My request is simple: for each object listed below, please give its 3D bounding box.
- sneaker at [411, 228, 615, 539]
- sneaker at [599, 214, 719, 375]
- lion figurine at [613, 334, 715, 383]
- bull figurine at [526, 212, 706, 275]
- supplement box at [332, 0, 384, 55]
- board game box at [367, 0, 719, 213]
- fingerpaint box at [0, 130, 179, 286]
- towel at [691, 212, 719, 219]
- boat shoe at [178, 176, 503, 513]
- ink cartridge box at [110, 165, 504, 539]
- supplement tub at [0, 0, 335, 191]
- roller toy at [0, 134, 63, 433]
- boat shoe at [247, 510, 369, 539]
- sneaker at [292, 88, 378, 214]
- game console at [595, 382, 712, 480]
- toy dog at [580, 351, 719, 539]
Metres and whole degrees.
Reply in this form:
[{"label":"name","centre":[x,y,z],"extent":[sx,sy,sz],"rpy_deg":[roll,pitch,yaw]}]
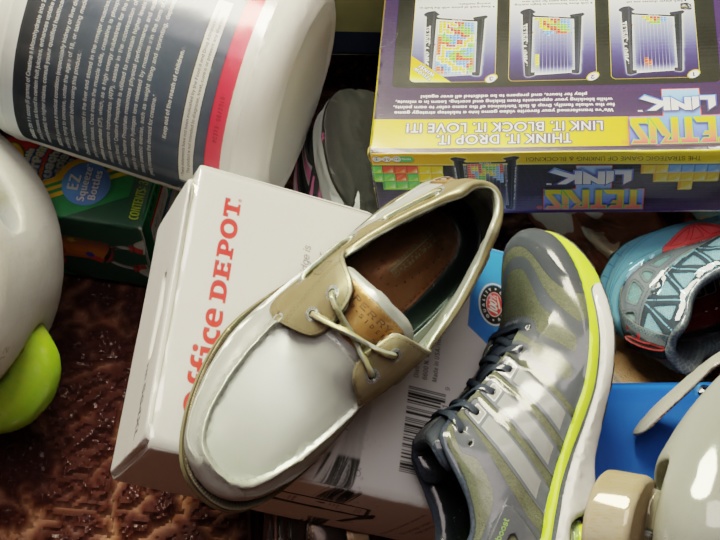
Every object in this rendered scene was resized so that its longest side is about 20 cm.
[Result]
[{"label":"sneaker","centre":[0.068,0.069,0.677],"extent":[0.080,0.074,0.201],"rpy_deg":[14,65,-16]},{"label":"sneaker","centre":[0.232,0.001,0.771],"extent":[0.199,0.080,0.096],"rpy_deg":[-28,28,1]},{"label":"lion figurine","centre":[0.158,0.067,0.816],"extent":[0.122,0.073,0.200],"rpy_deg":[-24,57,-26]},{"label":"bull figurine","centre":[0.134,-0.040,0.866],"extent":[0.121,0.065,0.200],"rpy_deg":[6,34,-51]},{"label":"supplement box","centre":[0.013,-0.251,0.888],"extent":[0.199,0.200,0.135],"rpy_deg":[-3,52,-29]},{"label":"board game box","centre":[0.110,-0.112,0.807],"extent":[0.198,0.057,0.166],"rpy_deg":[0,55,8]},{"label":"fingerpaint box","centre":[-0.190,-0.104,0.909],"extent":[0.166,0.074,0.201],"rpy_deg":[9,60,5]},{"label":"towel","centre":[0.297,-0.050,0.834],"extent":[0.200,0.022,0.147],"rpy_deg":[-35,68,26]},{"label":"boat shoe","centre":[-0.007,0.024,0.659],"extent":[0.075,0.068,0.200],"rpy_deg":[44,62,-6]},{"label":"ink cartridge box","centre":[-0.014,0.050,0.735],"extent":[0.199,0.084,0.147],"rpy_deg":[15,66,-17]},{"label":"supplement tub","centre":[-0.125,-0.125,0.801],"extent":[0.199,0.141,0.141],"rpy_deg":[18,61,5]},{"label":"roller toy","centre":[-0.265,-0.001,0.771],"extent":[0.198,0.140,0.184],"rpy_deg":[3,96,6]},{"label":"boat shoe","centre":[-0.047,0.087,0.800],"extent":[0.070,0.071,0.201],"rpy_deg":[-8,60,-12]},{"label":"sneaker","centre":[0.000,0.000,0.856],"extent":[0.080,0.086,0.201],"rpy_deg":[3,77,-26]},{"label":"game console","centre":[0.196,0.159,0.734],"extent":[0.198,0.172,0.119],"rpy_deg":[0,27,-8]},{"label":"toy dog","centre":[0.177,0.090,0.662],"extent":[0.132,0.097,0.200],"rpy_deg":[27,55,37]}]
